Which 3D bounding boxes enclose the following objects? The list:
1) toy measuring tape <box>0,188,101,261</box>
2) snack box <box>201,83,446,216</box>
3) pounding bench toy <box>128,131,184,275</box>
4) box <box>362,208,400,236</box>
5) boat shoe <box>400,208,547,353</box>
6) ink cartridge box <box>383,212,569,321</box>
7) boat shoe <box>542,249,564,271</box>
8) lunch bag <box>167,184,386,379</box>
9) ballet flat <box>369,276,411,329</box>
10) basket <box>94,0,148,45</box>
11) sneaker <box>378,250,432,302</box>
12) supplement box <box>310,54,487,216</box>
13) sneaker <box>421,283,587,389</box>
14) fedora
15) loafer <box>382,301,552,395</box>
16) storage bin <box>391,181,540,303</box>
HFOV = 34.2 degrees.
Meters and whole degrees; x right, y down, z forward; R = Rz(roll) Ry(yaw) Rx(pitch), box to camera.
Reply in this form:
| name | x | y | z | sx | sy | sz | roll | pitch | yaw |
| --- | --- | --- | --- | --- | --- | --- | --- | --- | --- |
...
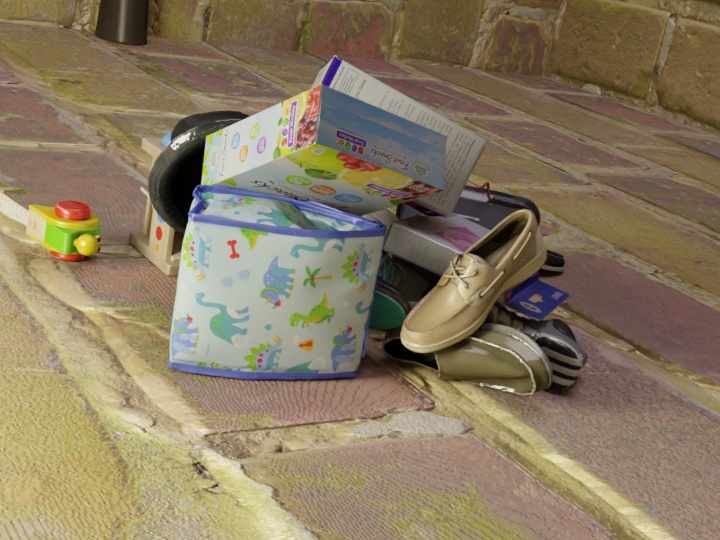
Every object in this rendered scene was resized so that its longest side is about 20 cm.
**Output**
| name | x | y | z | sx | sy | sz | roll | pitch | yaw |
| --- | --- | --- | --- | --- | --- | --- | --- | --- | --- |
| toy measuring tape | -0.372 | -0.061 | 1.424 | 0.073 | 0.074 | 0.200 | -7 | 25 | -45 |
| snack box | -0.039 | -0.110 | 1.197 | 0.168 | 0.068 | 0.200 | 16 | -18 | -36 |
| pounding bench toy | -0.182 | -0.077 | 1.438 | 0.124 | 0.156 | 0.200 | -2 | 22 | -34 |
| box | 0.010 | -0.042 | 1.476 | 0.041 | 0.039 | 0.200 | 37 | -12 | -1 |
| boat shoe | 0.115 | 0.009 | 1.231 | 0.200 | 0.065 | 0.072 | -37 | 41 | -20 |
| ink cartridge box | 0.148 | -0.013 | 1.389 | 0.200 | 0.043 | 0.196 | 24 | 15 | 15 |
| boat shoe | 0.221 | -0.049 | 1.702 | 0.199 | 0.066 | 0.074 | 16 | 6 | -20 |
| lunch bag | -0.084 | 0.017 | 1.184 | 0.199 | 0.170 | 0.127 | 8 | 21 | -6 |
| ballet flat | -0.030 | 0.022 | 1.290 | 0.199 | 0.068 | 0.068 | 2 | 36 | 25 |
| basket | -0.620 | -0.711 | 3.082 | 0.136 | 0.201 | 0.180 | 2 | 20 | -25 |
| sneaker | 0.000 | 0.000 | 1.346 | 0.200 | 0.078 | 0.086 | 23 | -26 | -6 |
| supplement box | 0.029 | -0.150 | 1.345 | 0.200 | 0.104 | 0.101 | 26 | -2 | -10 |
| sneaker | 0.170 | 0.072 | 1.347 | 0.200 | 0.075 | 0.115 | 29 | 18 | 20 |
| fedora | -0.150 | -0.121 | 1.333 | 0.200 | 0.201 | 0.092 | 2 | 45 | -26 |
| loafer | 0.108 | 0.095 | 1.244 | 0.200 | 0.075 | 0.070 | 15 | 43 | 32 |
| storage bin | 0.134 | -0.042 | 1.572 | 0.199 | 0.146 | 0.134 | 13 | 28 | 7 |
